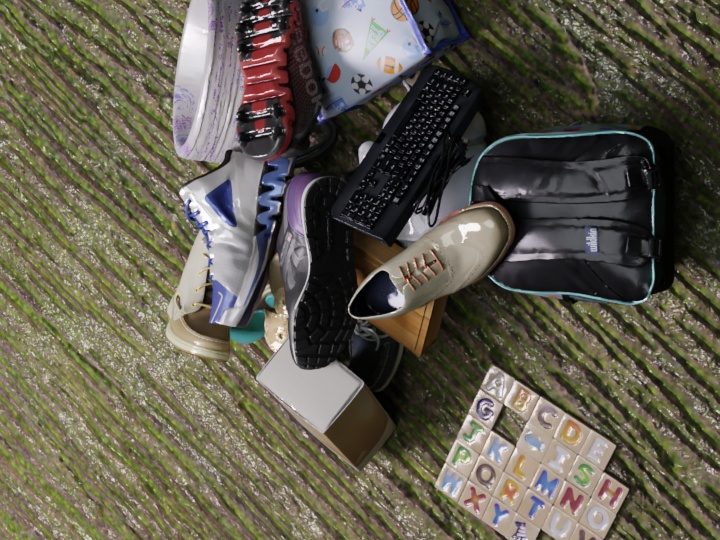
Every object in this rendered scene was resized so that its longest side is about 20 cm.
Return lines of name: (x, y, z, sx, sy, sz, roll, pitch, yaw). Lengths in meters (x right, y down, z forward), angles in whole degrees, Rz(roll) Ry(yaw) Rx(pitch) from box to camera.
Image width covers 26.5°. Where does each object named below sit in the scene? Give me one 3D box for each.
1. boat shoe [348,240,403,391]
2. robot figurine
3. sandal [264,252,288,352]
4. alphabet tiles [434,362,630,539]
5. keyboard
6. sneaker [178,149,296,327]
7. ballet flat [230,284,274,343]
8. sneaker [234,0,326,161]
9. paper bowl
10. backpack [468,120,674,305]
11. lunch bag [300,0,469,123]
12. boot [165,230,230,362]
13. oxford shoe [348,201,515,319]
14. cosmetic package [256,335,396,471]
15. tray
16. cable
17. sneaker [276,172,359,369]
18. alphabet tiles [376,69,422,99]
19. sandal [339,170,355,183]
boat shoe: (0.015, 0.043, 1.712, 0.074, 0.062, 0.202, 21, 108, 27)
robot figurine: (0.079, -0.101, 1.619, 0.168, 0.113, 0.203, 0, 99, 15)
sandal: (-0.072, 0.072, 1.683, 0.077, 0.070, 0.213, 15, 146, 13)
alphabet tiles: (0.190, 0.223, 1.668, 0.199, 0.008, 0.168, 33, 113, 23)
keyboard: (0.057, -0.120, 1.523, 0.103, 0.040, 0.201, 25, 72, 22)
sneaker: (-0.147, -0.043, 1.650, 0.114, 0.081, 0.202, 15, 85, 5)
ballet flat: (-0.090, 0.030, 1.761, 0.199, 0.069, 0.070, -18, 88, 46)
sneaker: (-0.081, -0.208, 1.590, 0.070, 0.098, 0.203, -4, 82, 32)
paper bowl: (-0.142, -0.220, 1.707, 0.200, 0.103, 0.203, -174, 90, -74)
backpack: (0.212, -0.059, 1.521, 0.198, 0.153, 0.178, 0, 99, 20)
lunch bag: (-0.007, -0.290, 1.629, 0.169, 0.124, 0.201, -29, 91, 32)
boot: (-0.166, 0.009, 1.754, 0.071, 0.200, 0.156, 19, 102, -17)
oxford shoe: (0.069, 0.000, 1.505, 0.200, 0.074, 0.071, -37, 86, 36)
cosmetic package: (-0.034, 0.146, 1.677, 0.105, 0.200, 0.071, 37, 82, 22)
tray: (0.000, 0.000, 1.633, 0.199, 0.037, 0.099, 34, 142, 19)
cable: (-0.108, -0.097, 1.729, 0.097, 0.050, 0.200, 30, 70, 27)
sneaker: (-0.050, -0.001, 1.583, 0.087, 0.075, 0.203, 19, 106, 60)
alphabet tiles: (0.002, -0.295, 1.697, 0.199, 0.006, 0.168, 33, 114, 22)
sandal: (-0.022, -0.056, 1.688, 0.076, 0.045, 0.200, 59, 149, 4)
